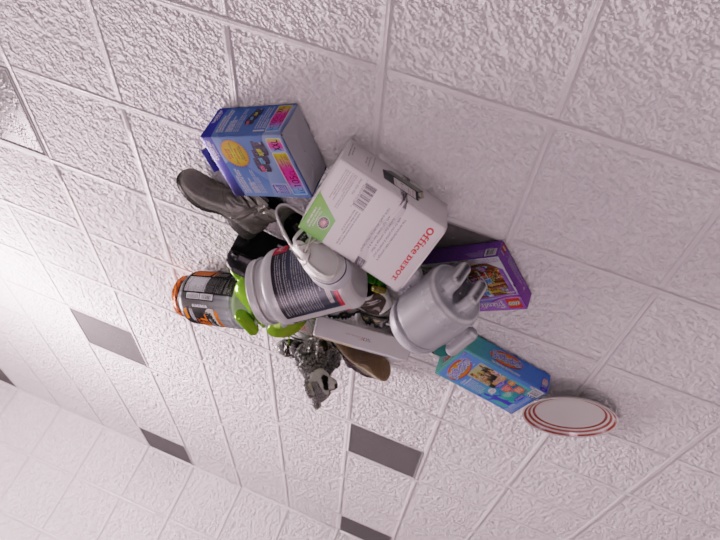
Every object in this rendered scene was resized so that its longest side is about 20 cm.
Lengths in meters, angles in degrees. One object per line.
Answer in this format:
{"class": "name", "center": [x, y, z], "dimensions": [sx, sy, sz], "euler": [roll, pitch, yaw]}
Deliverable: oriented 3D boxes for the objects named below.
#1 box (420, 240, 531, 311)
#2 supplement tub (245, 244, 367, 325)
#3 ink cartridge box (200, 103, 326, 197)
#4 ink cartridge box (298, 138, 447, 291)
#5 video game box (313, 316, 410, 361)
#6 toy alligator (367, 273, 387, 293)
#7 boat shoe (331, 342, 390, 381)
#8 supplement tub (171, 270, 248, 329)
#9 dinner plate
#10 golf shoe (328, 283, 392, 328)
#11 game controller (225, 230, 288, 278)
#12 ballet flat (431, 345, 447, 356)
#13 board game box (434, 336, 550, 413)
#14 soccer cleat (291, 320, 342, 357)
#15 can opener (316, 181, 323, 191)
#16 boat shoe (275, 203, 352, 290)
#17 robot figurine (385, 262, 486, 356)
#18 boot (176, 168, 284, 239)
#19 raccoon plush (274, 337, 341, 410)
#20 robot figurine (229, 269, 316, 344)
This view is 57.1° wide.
{"class": "box", "center": [0.187, 0.016, 1.178], "dimensions": [0.197, 0.040, 0.138], "euler": [-5, 135, 39]}
{"class": "supplement tub", "center": [-0.096, 0.017, 1.205], "dimensions": [0.195, 0.143, 0.142], "euler": [-14, 134, 18]}
{"class": "ink cartridge box", "center": [-0.171, -0.196, 1.102], "dimensions": [0.196, 0.077, 0.138], "euler": [6, 142, 30]}
{"class": "ink cartridge box", "center": [0.023, -0.087, 1.062], "dimensions": [0.198, 0.085, 0.146], "euler": [32, 120, -10]}
{"class": "video game box", "center": [-0.001, 0.141, 1.378], "dimensions": [0.195, 0.048, 0.182], "euler": [16, 171, -3]}
{"class": "toy alligator", "center": [0.000, 0.000, 1.275], "dimensions": [0.195, 0.061, 0.054], "euler": [14, -174, 17]}
{"class": "boat shoe", "center": [-0.012, 0.196, 1.532], "dimensions": [0.064, 0.073, 0.199], "euler": [-20, 132, 42]}
{"class": "supplement tub", "center": [-0.332, 0.065, 1.522], "dimensions": [0.196, 0.124, 0.124], "euler": [3, 141, 31]}
{"class": "dinner plate", "center": [0.440, 0.303, 1.392], "dimensions": [0.195, 0.025, 0.202], "euler": [9, 145, 6]}
{"class": "golf shoe", "center": [-0.016, 0.051, 1.350], "dimensions": [0.196, 0.078, 0.097], "euler": [6, 120, 31]}
{"class": "game controller", "center": [-0.166, -0.010, 1.322], "dimensions": [0.197, 0.106, 0.042], "euler": [27, 151, -2]}
{"class": "ballet flat", "center": [0.140, 0.113, 1.307], "dimensions": [0.075, 0.068, 0.200], "euler": [46, 180, 26]}
{"class": "board game box", "center": [0.274, 0.217, 1.389], "dimensions": [0.197, 0.046, 0.153], "euler": [28, 147, -4]}
{"class": "soccer cleat", "center": [-0.120, 0.146, 1.537], "dimensions": [0.198, 0.069, 0.085], "euler": [34, 157, -3]}
{"class": "can opener", "center": [-0.072, -0.096, 1.198], "dimensions": [0.051, 0.068, 0.200], "euler": [-5, 160, -27]}
{"class": "boat shoe", "center": [-0.084, -0.046, 1.103], "dimensions": [0.201, 0.072, 0.066], "euler": [54, -175, 39]}
{"class": "robot figurine", "center": [0.125, 0.068, 1.131], "dimensions": [0.170, 0.113, 0.200], "euler": [49, 132, 2]}
{"class": "boot", "center": [-0.233, -0.145, 1.233], "dimensions": [0.198, 0.069, 0.129], "euler": [35, 142, -27]}
{"class": "raccoon plush", "center": [-0.127, 0.233, 1.478], "dimensions": [0.197, 0.136, 0.097], "euler": [-7, 137, 41]}
{"class": "robot figurine", "center": [-0.184, 0.053, 1.381], "dimensions": [0.201, 0.175, 0.116], "euler": [48, 173, 6]}
